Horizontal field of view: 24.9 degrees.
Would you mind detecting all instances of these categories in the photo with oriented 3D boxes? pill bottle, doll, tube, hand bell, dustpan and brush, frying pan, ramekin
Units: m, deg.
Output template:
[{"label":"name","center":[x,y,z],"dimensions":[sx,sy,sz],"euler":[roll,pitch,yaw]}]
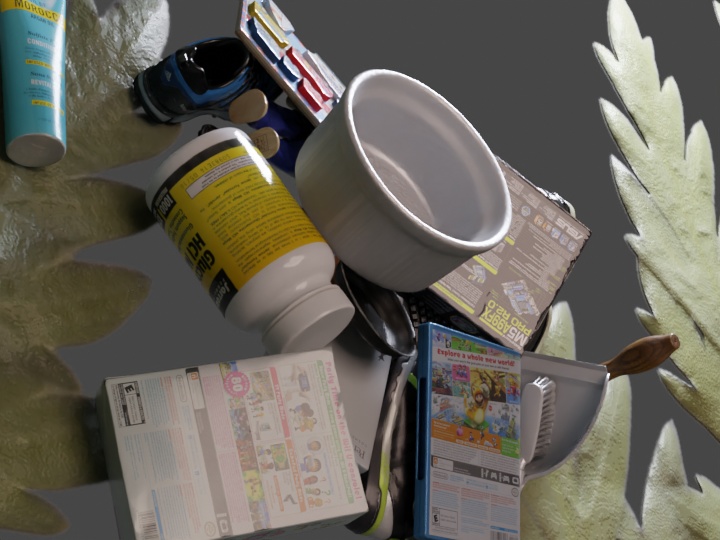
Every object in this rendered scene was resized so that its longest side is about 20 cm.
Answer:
[{"label":"pill bottle","center":[-0.095,-0.019,1.448],"dimensions":[0.112,0.113,0.200],"euler":[-16,63,-49]},{"label":"doll","center":[-0.053,-0.117,1.611],"dimensions":[0.200,0.048,0.137],"euler":[12,58,-60]},{"label":"tube","center":[-0.288,-0.187,1.436],"dimensions":[0.077,0.050,0.201],"euler":[24,47,-45]},{"label":"hand bell","center":[0.252,0.108,1.704],"dimensions":[0.104,0.200,0.105],"euler":[24,52,-35]},{"label":"dustpan and brush","center":[0.167,0.185,1.662],"dimensions":[0.057,0.139,0.201],"euler":[11,89,-69]},{"label":"frying pan","center":[-0.006,0.001,1.505],"dimensions":[0.190,0.031,0.115],"euler":[60,18,12]},{"label":"ramekin","center":[0.035,-0.077,1.504],"dimensions":[0.200,0.098,0.201],"euler":[30,38,-27]}]

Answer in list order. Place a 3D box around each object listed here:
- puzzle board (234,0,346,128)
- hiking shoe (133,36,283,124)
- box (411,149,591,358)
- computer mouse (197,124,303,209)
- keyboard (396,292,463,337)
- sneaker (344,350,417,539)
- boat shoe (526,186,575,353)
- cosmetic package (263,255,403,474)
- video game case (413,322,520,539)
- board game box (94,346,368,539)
[{"label":"puzzle board","center":[-0.052,-0.192,1.618],"dimensions":[0.200,0.017,0.151],"euler":[49,18,-23]},{"label":"hiking shoe","center":[-0.121,-0.187,1.570],"dimensions":[0.200,0.087,0.075],"euler":[-24,86,-50]},{"label":"box","center":[0.116,-0.030,1.646],"dimensions":[0.200,0.044,0.161],"euler":[36,72,-14]},{"label":"computer mouse","center":[-0.083,-0.068,1.585],"dimensions":[0.200,0.034,0.059],"euler":[45,44,-17]},{"label":"keyboard","center":[0.040,-0.005,1.646],"dimensions":[0.127,0.021,0.201],"euler":[-9,86,-21]},{"label":"sneaker","center":[0.034,0.169,1.544],"dimensions":[0.083,0.072,0.201],"euler":[26,62,-23]},{"label":"boat shoe","center":[0.170,0.010,1.735],"dimensions":[0.063,0.073,0.202],"euler":[23,81,-48]},{"label":"cosmetic package","center":[-0.032,0.090,1.519],"dimensions":[0.101,0.071,0.201],"euler":[35,47,-27]},{"label":"video game case","center":[0.103,0.161,1.544],"dimensions":[0.143,0.018,0.201],"euler":[19,66,-44]},{"label":"board game box","center":[-0.108,0.152,1.356],"dimensions":[0.199,0.064,0.148],"euler":[-7,72,-21]}]
